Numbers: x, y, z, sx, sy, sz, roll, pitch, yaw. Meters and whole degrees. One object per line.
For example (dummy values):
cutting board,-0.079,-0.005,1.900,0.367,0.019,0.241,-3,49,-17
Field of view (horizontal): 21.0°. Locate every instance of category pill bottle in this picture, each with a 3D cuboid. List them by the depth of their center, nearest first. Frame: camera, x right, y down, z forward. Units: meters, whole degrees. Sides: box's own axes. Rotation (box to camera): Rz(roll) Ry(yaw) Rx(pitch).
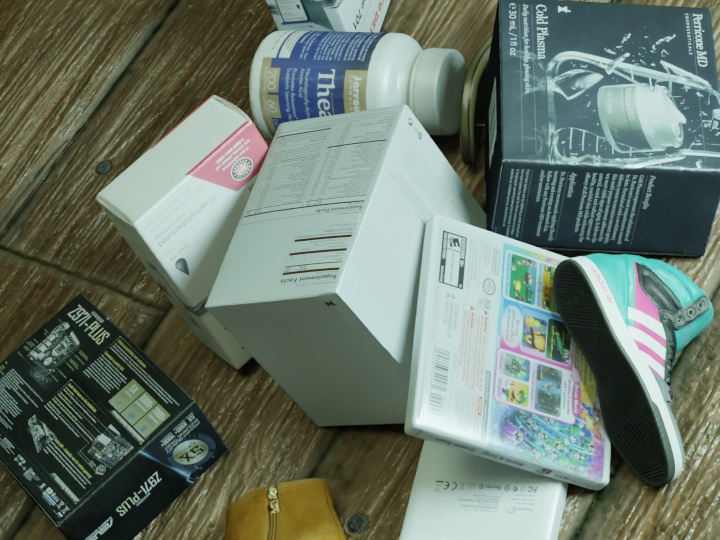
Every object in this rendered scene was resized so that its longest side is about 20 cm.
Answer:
pill bottle,0.000,-0.177,1.895,0.198,0.111,0.112,5,56,26

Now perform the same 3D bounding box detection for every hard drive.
hard drive,0.116,0.155,1.642,0.131,0.027,0.201,0,55,24

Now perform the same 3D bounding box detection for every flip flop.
flip flop,0.144,-0.187,1.874,0.057,0.081,0.201,19,57,18

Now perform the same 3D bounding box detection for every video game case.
video game case,0.129,0.067,1.617,0.180,0.024,0.202,18,58,-18

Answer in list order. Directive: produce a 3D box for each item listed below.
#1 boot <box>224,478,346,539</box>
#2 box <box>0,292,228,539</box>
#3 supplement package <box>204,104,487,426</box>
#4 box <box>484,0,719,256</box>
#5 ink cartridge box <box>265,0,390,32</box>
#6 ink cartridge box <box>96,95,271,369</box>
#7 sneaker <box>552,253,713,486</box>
boot,-0.105,0.260,1.638,0.199,0.071,0.145,-21,42,3
box,-0.248,0.144,1.769,0.164,0.086,0.200,-43,50,-12
supplement package,0.000,0.000,1.688,0.146,0.191,0.201,-6,49,36
box,0.212,-0.128,1.721,0.194,0.124,0.201,3,52,-2
ink cartridge box,-0.040,-0.317,1.963,0.085,0.201,0.147,2,55,23
ink cartridge box,-0.123,-0.033,1.768,0.146,0.201,0.083,-42,38,-12
sneaker,0.248,0.072,1.618,0.120,0.084,0.202,-14,76,-30
